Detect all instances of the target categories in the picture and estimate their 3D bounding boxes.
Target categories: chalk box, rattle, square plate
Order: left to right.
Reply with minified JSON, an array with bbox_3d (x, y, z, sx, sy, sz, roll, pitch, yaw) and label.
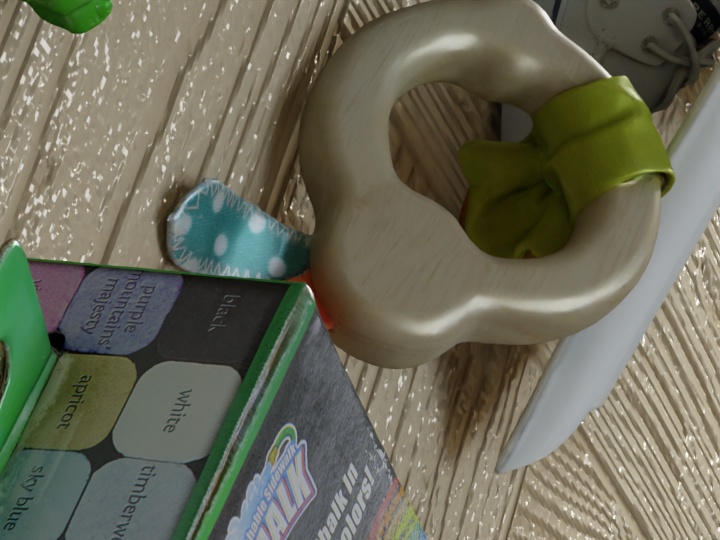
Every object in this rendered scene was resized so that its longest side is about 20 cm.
[{"bbox_3d":[-0.070,0.077,0.660,0.124,0.124,0.200,-65,147,-34],"label":"chalk box"},{"bbox_3d":[0.000,0.000,0.898,0.200,0.143,0.130,-43,100,-35],"label":"rattle"},{"bbox_3d":[0.127,-0.036,1.031,0.200,0.028,0.198,-63,173,33],"label":"square plate"}]

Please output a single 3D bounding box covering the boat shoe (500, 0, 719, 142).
[{"bbox_3d":[0.108,-0.100,1.056,0.071,0.070,0.200,55,46,-53],"label":"boat shoe"}]

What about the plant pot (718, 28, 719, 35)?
[{"bbox_3d":[0.235,-0.139,1.208,0.134,0.200,0.200,24,70,-34],"label":"plant pot"}]

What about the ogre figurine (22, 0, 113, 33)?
[{"bbox_3d":[-0.045,-0.170,0.701,0.120,0.098,0.200,-20,101,-50],"label":"ogre figurine"}]
